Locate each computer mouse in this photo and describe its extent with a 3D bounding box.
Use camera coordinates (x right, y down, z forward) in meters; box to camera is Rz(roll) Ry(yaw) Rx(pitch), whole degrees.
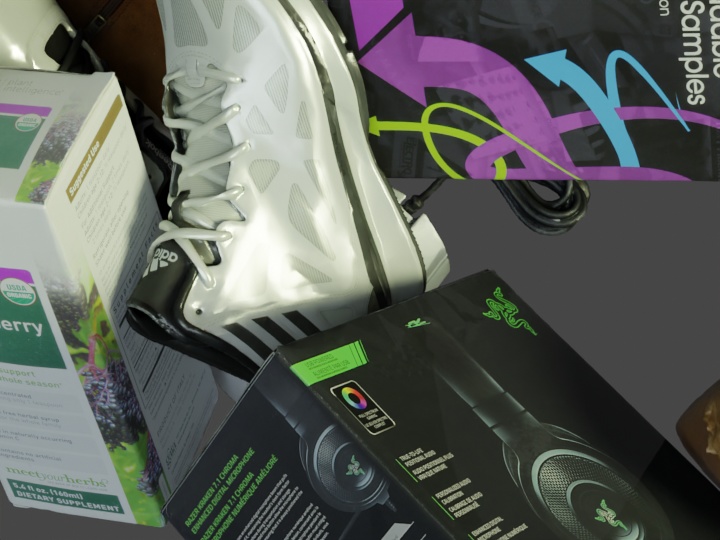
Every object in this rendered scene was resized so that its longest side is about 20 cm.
[{"bbox_3d":[0.000,0.000,0.939,0.110,0.044,0.200,41,114,-4],"label":"computer mouse"}]

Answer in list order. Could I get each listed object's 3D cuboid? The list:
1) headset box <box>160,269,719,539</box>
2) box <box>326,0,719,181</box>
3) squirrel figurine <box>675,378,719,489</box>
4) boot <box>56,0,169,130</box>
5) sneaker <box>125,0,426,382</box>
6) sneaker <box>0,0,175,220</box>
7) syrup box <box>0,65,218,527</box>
[{"bbox_3d":[0.047,0.102,0.815,0.200,0.174,0.093,45,119,17],"label":"headset box"},{"bbox_3d":[0.087,-0.100,0.821,0.200,0.036,0.143,0,129,16],"label":"box"},{"bbox_3d":[0.229,0.092,0.830,0.142,0.200,0.187,-45,82,17],"label":"squirrel figurine"},{"bbox_3d":[-0.037,-0.129,0.890,0.188,0.069,0.200,39,116,-6],"label":"boot"},{"bbox_3d":[-0.054,-0.038,0.838,0.076,0.115,0.201,3,125,51],"label":"sneaker"},{"bbox_3d":[-0.121,-0.070,0.905,0.080,0.074,0.200,0,135,26],"label":"sneaker"},{"bbox_3d":[-0.126,0.013,0.880,0.079,0.082,0.200,6,138,18],"label":"syrup box"}]
